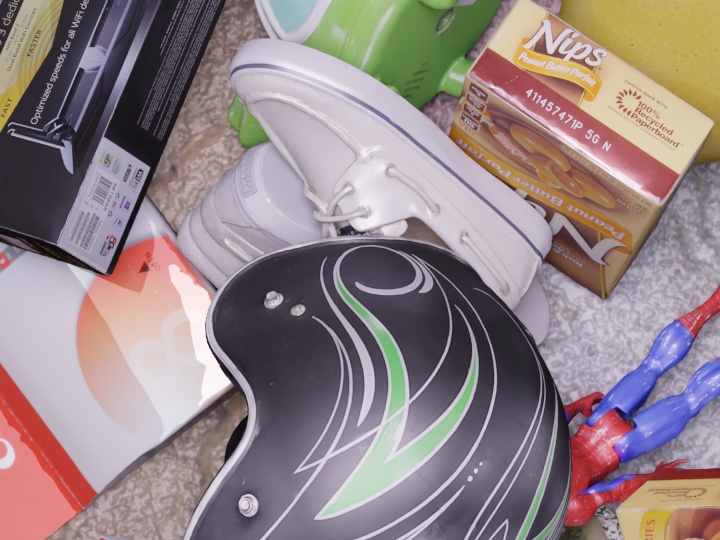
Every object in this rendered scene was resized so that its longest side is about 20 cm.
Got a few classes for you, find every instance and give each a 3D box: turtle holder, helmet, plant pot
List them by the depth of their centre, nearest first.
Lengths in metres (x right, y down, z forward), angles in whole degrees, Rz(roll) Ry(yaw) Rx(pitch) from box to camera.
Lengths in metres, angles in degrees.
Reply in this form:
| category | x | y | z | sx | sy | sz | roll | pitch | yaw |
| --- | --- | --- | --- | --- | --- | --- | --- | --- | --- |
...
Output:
| category | x | y | z | sx | sy | sz | roll | pitch | yaw |
| --- | --- | --- | --- | --- | --- | --- | --- | --- | --- |
| helmet | 0.005 | 0.100 | 1.335 | 0.199 | 0.201 | 0.192 | -13 | 54 | 2 |
| plant pot | 0.186 | -0.138 | 1.433 | 0.142 | 0.200 | 0.201 | -39 | 83 | 26 |
| turtle holder | 0.007 | -0.147 | 1.469 | 0.132 | 0.186 | 0.141 | 38 | 52 | 19 |

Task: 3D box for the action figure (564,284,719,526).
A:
| category | x | y | z | sx | sy | sz | roll | pitch | yaw |
| --- | --- | --- | --- | --- | --- | --- | --- | --- | --- |
| action figure | 0.139 | 0.083 | 1.441 | 0.200 | 0.052 | 0.065 | -36 | 67 | -22 |

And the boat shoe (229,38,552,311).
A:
| category | x | y | z | sx | sy | sz | roll | pitch | yaw |
| --- | --- | --- | --- | --- | --- | --- | --- | --- | --- |
| boat shoe | 0.009 | -0.039 | 1.397 | 0.200 | 0.071 | 0.070 | 37 | 63 | -23 |

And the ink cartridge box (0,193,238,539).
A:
| category | x | y | z | sx | sy | sz | roll | pitch | yaw |
| --- | --- | --- | --- | --- | --- | --- | --- | --- | --- |
| ink cartridge box | -0.175 | 0.046 | 1.493 | 0.200 | 0.050 | 0.163 | -37 | 83 | -4 |

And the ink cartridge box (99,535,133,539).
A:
| category | x | y | z | sx | sy | sz | roll | pitch | yaw |
| --- | --- | --- | --- | --- | --- | --- | --- | --- | --- |
| ink cartridge box | -0.099 | 0.268 | 1.450 | 0.175 | 0.084 | 0.201 | 25 | 86 | 5 |

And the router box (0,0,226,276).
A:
| category | x | y | z | sx | sy | sz | roll | pitch | yaw |
| --- | --- | --- | --- | --- | --- | --- | --- | --- | --- |
| router box | -0.165 | -0.112 | 1.462 | 0.157 | 0.052 | 0.201 | 17 | 80 | 36 |

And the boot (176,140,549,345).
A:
| category | x | y | z | sx | sy | sz | roll | pitch | yaw |
| --- | --- | --- | --- | --- | --- | --- | --- | --- | --- |
| boot | 0.000 | 0.000 | 1.479 | 0.199 | 0.095 | 0.074 | 30 | 53 | -22 |

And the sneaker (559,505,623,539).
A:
| category | x | y | z | sx | sy | sz | roll | pitch | yaw |
| --- | --- | --- | --- | --- | --- | --- | --- | --- | --- |
| sneaker | 0.095 | 0.133 | 1.466 | 0.199 | 0.077 | 0.089 | 30 | 74 | 0 |

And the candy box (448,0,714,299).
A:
| category | x | y | z | sx | sy | sz | roll | pitch | yaw |
| --- | --- | --- | --- | --- | --- | --- | --- | --- | --- |
| candy box | 0.106 | -0.059 | 1.407 | 0.115 | 0.200 | 0.055 | 35 | 76 | 6 |

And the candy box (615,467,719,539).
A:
| category | x | y | z | sx | sy | sz | roll | pitch | yaw |
| --- | --- | --- | --- | --- | --- | --- | --- | --- | --- |
| candy box | 0.214 | 0.200 | 1.394 | 0.116 | 0.056 | 0.201 | -5 | 107 | 39 |
